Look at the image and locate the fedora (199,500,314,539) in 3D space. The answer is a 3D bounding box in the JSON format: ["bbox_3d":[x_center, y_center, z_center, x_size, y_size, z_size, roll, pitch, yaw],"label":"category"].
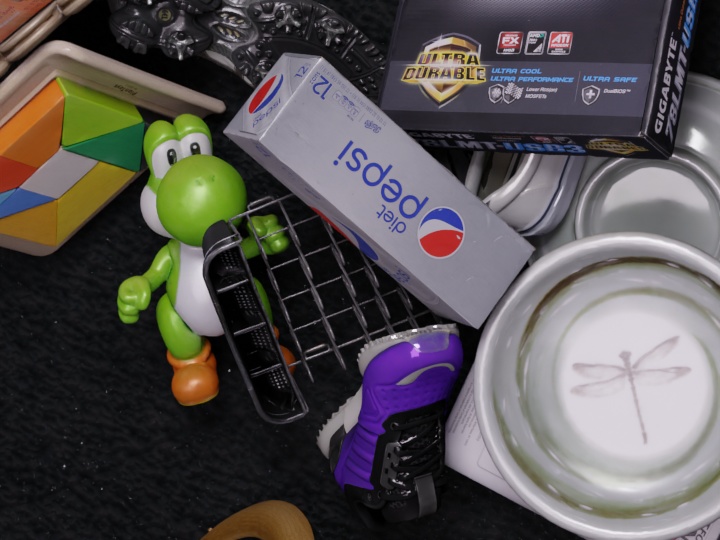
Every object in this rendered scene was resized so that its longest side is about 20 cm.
[{"bbox_3d":[-0.079,0.258,1.707,0.082,0.201,0.201,34,112,-26],"label":"fedora"}]

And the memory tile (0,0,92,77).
[{"bbox_3d":[-0.200,-0.177,1.623,0.153,0.200,0.017,-37,102,19],"label":"memory tile"}]

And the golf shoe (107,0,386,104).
[{"bbox_3d":[-0.075,-0.169,1.656,0.200,0.095,0.078,21,108,-15],"label":"golf shoe"}]

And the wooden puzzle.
[{"bbox_3d":[-0.211,-0.074,1.658,0.200,0.185,0.037,-36,64,22],"label":"wooden puzzle"}]

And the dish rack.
[{"bbox_3d":[0.000,0.000,1.619,0.200,0.055,0.153,-22,127,-4],"label":"dish rack"}]

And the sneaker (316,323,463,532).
[{"bbox_3d":[0.033,0.112,1.609,0.070,0.200,0.100,-9,64,-21],"label":"sneaker"}]

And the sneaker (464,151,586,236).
[{"bbox_3d":[0.122,-0.120,1.584,0.073,0.071,0.200,18,95,45],"label":"sneaker"}]

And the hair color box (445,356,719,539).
[{"bbox_3d":[0.161,0.124,1.647,0.200,0.061,0.099,27,108,11],"label":"hair color box"}]

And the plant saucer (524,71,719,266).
[{"bbox_3d":[0.199,-0.033,1.609,0.200,0.050,0.200,3,101,16],"label":"plant saucer"}]

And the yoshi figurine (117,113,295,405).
[{"bbox_3d":[-0.105,-0.004,1.652,0.112,0.112,0.200,6,120,35],"label":"yoshi figurine"}]

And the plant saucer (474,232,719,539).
[{"bbox_3d":[0.176,0.075,1.570,0.200,0.050,0.200,1,93,14],"label":"plant saucer"}]

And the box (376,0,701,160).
[{"bbox_3d":[0.119,-0.173,1.536,0.200,0.050,0.199,5,77,33],"label":"box"}]

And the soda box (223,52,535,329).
[{"bbox_3d":[0.013,-0.050,1.528,0.200,0.063,0.068,40,81,-24],"label":"soda box"}]

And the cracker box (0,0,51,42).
[{"bbox_3d":[-0.237,-0.261,1.614,0.134,0.058,0.200,-23,58,58],"label":"cracker box"}]
